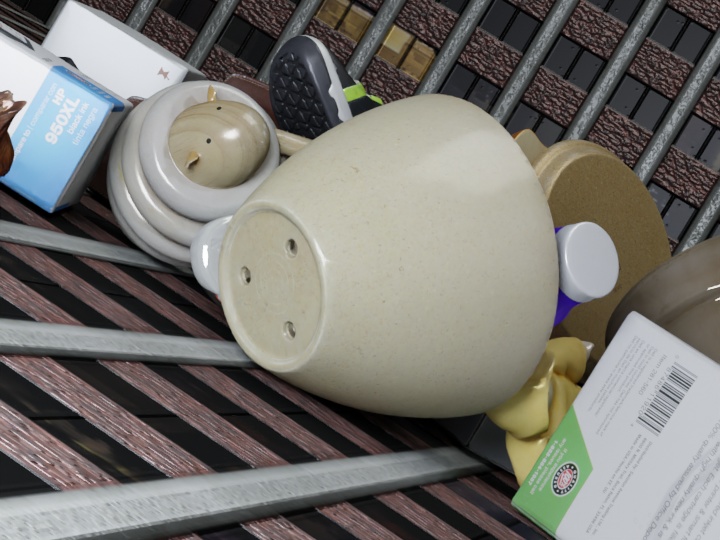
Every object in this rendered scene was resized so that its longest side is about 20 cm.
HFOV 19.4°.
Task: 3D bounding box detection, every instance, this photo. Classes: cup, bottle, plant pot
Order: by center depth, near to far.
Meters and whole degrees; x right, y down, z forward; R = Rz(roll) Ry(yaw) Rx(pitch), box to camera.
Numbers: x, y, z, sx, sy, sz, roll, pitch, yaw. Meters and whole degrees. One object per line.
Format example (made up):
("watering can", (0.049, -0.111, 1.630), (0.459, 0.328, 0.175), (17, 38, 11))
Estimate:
("cup", (0.000, 0.000, 1.265), (0.142, 0.202, 0.200), (-10, 33, -42))
("bottle", (0.078, 0.013, 1.338), (0.065, 0.084, 0.199), (2, -12, -39))
("plant pot", (0.285, 0.094, 1.455), (0.199, 0.199, 0.175), (28, 39, -47))

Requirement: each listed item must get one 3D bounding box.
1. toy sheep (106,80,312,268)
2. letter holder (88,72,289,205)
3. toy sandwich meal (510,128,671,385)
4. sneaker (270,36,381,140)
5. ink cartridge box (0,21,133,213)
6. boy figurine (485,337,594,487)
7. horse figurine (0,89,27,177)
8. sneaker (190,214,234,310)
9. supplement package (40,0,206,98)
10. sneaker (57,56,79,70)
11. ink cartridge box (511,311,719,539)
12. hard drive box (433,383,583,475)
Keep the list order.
("toy sheep", (-0.109, -0.062, 1.430), (0.137, 0.139, 0.200), (31, -28, -9))
("letter holder", (-0.090, -0.071, 1.582), (0.199, 0.143, 0.100), (35, 5, 36))
("toy sandwich meal", (0.154, -0.005, 1.568), (0.070, 0.207, 0.204), (-12, -30, 43))
("sneaker", (0.008, -0.090, 1.467), (0.071, 0.083, 0.201), (13, -40, 50))
("ink cartridge box", (-0.258, -0.126, 1.378), (0.199, 0.085, 0.145), (31, 3, -4))
("boy figurine", (0.134, 0.097, 1.390), (0.064, 0.125, 0.200), (-2, -27, 30))
("horse figurine", (-0.251, -0.088, 1.122), (0.199, 0.050, 0.133), (25, -17, 27))
("sneaker", (-0.055, 0.022, 1.405), (0.081, 0.078, 0.199), (-1, -22, 41))
("supplement package", (-0.214, -0.148, 1.791), (0.117, 0.118, 0.200), (32, 3, -2))
("sneaker", (-0.250, -0.109, 1.542), (0.200, 0.071, 0.084), (18, -51, 63))
("ink cartridge box", (0.211, 0.139, 1.277), (0.084, 0.147, 0.200), (29, 5, -46))
("hard drive box", (0.138, 0.114, 1.559), (0.199, 0.077, 0.156), (30, 4, -28))
